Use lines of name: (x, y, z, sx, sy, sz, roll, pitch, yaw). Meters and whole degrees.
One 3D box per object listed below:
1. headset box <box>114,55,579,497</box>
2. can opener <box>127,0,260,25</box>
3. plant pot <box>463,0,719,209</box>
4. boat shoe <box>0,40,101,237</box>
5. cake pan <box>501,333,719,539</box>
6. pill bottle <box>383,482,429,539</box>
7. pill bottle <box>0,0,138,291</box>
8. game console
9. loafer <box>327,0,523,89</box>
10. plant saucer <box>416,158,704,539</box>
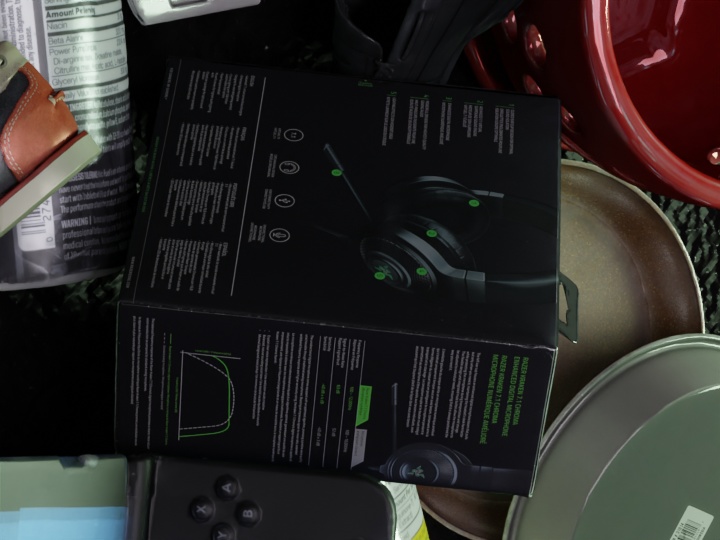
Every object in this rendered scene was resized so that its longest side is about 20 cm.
headset box: (0.000, 0.000, 1.140, 0.198, 0.175, 0.093, 5, 131, -1)
can opener: (-0.023, -0.150, 1.186, 0.199, 0.067, 0.054, -15, 112, -39)
plant pot: (0.150, -0.136, 1.246, 0.199, 0.182, 0.202, -4, 99, -27)
boat shoe: (-0.199, -0.011, 1.052, 0.200, 0.071, 0.063, -40, 96, -11)
cake pan: (0.161, 0.132, 1.342, 0.199, 0.037, 0.202, -16, 119, -31)
pill bottle: (-0.026, 0.124, 1.234, 0.114, 0.114, 0.201, -20, 105, -23)
pill bottle: (-0.157, -0.098, 1.142, 0.106, 0.106, 0.202, -9, 101, -25)
game console: (-0.080, 0.179, 1.039, 0.169, 0.118, 0.202, 5, 92, 6)
loafer: (0.015, -0.115, 1.198, 0.070, 0.201, 0.068, 17, 46, -25)
plant saucer: (0.087, 0.041, 1.325, 0.199, 0.032, 0.202, -5, 100, -26)
